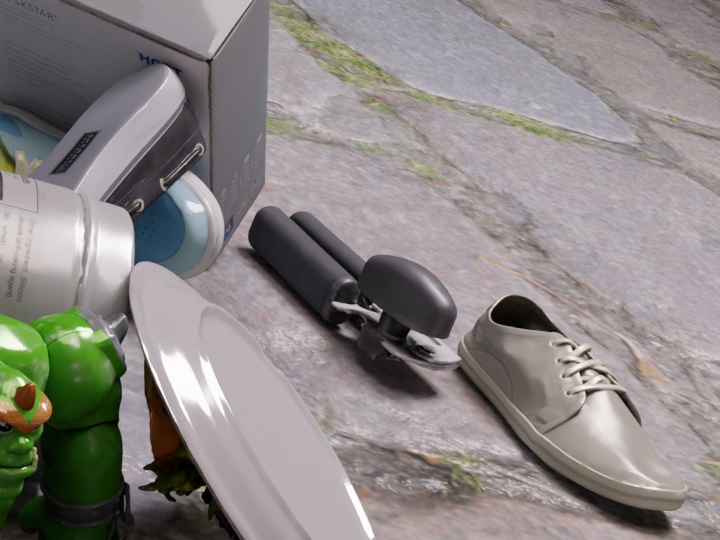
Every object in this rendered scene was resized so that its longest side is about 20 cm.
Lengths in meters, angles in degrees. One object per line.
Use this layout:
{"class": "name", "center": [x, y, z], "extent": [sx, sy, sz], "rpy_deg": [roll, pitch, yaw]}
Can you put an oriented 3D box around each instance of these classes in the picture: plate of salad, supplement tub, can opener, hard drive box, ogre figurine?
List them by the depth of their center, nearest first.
{"class": "ogre figurine", "center": [-0.161, 0.068, 0.672], "extent": [0.200, 0.120, 0.098], "rpy_deg": [11, 21, -27]}
{"class": "plate of salad", "center": [-0.047, 0.086, 0.767], "extent": [0.200, 0.048, 0.200], "rpy_deg": [56, 7, -10]}
{"class": "supplement tub", "center": [-0.209, 0.010, 0.768], "extent": [0.200, 0.132, 0.132], "rpy_deg": [16, 19, -19]}
{"class": "hard drive box", "center": [-0.138, -0.114, 1.090], "extent": [0.156, 0.200, 0.077], "rpy_deg": [25, 59, 11]}
{"class": "can opener", "center": [0.000, 0.000, 1.130], "extent": [0.053, 0.067, 0.200], "rpy_deg": [8, 22, -37]}

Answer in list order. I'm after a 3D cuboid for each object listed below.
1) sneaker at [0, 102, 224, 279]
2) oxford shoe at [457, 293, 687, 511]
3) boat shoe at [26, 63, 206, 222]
{"class": "sneaker", "center": [-0.185, -0.038, 1.023], "extent": [0.200, 0.080, 0.131], "rpy_deg": [19, 14, 24]}
{"class": "oxford shoe", "center": [0.124, 0.074, 1.075], "extent": [0.075, 0.058, 0.200], "rpy_deg": [11, 22, -35]}
{"class": "boat shoe", "center": [-0.147, -0.023, 0.955], "extent": [0.070, 0.066, 0.200], "rpy_deg": [-3, 41, 41]}
